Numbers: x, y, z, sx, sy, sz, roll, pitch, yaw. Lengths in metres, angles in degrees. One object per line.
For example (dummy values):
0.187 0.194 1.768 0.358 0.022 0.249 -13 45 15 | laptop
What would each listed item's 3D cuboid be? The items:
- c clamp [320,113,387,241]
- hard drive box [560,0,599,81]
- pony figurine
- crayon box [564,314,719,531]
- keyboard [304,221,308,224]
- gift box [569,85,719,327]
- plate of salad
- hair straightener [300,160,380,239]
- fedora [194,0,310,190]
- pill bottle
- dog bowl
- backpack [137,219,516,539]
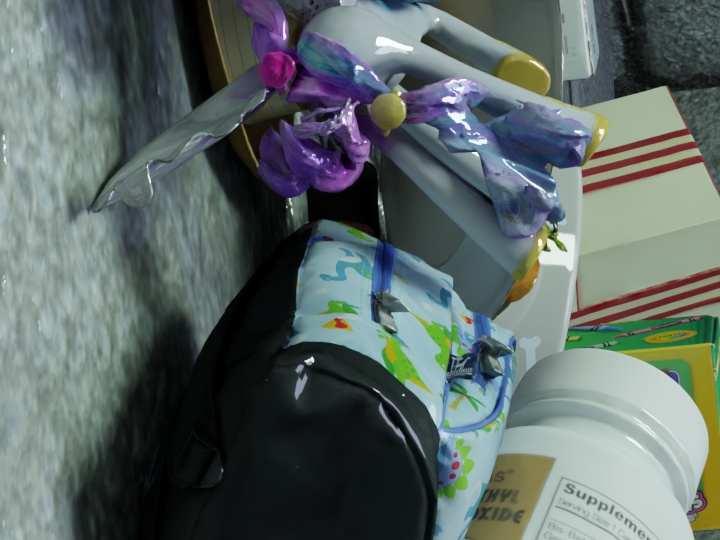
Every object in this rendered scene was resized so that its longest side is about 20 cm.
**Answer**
0.018 -0.017 1.350 0.171 0.027 0.200 -98 164 -59 | c clamp
0.037 -0.196 1.242 0.077 0.156 0.200 -62 147 -73 | hard drive box
-0.008 -0.080 0.890 0.167 0.200 0.193 -55 -174 14 | pony figurine
0.121 0.098 1.434 0.058 0.200 0.119 -62 146 -71 | crayon box
-0.031 0.046 1.143 0.200 0.011 0.056 -78 160 -60 | keyboard
0.190 -0.018 1.911 0.200 0.187 0.185 -107 -176 -47 | gift box
0.056 -0.065 1.073 0.200 0.048 0.200 -174 -90 -71 | plate of salad
0.000 0.000 1.178 0.200 0.041 0.077 75 16 -59 | hair straightener
-0.022 -0.138 1.077 0.201 0.082 0.201 -5 90 -81 | fedora
0.075 0.129 0.975 0.200 0.114 0.114 -61 148 -43 | pill bottle
0.063 0.014 1.198 0.200 0.059 0.200 -170 -90 -83 | dog bowl
-0.012 0.066 0.889 0.200 0.154 0.163 -109 -144 -63 | backpack
